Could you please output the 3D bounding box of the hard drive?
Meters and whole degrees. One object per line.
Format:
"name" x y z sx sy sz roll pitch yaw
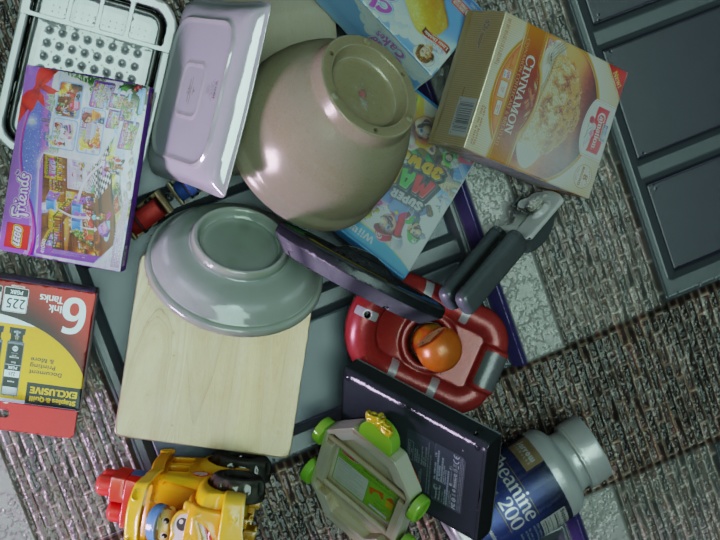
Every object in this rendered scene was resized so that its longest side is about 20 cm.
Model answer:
"hard drive" 0.061 0.198 1.486 0.033 0.198 0.141 -33 137 -42

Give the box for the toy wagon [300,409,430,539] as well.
"toy wagon" 0.011 0.227 1.498 0.154 0.202 0.039 36 43 22

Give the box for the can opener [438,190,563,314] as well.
"can opener" 0.168 -0.020 1.531 0.200 0.052 0.067 -45 124 -27

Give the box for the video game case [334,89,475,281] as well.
"video game case" 0.040 -0.109 1.528 0.142 0.018 0.201 37 67 -10

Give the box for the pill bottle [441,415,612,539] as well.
"pill bottle" 0.189 0.256 1.559 0.199 0.111 0.112 -32 98 -6

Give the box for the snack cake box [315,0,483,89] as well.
"snack cake box" 0.028 -0.312 1.504 0.200 0.067 0.115 44 62 -10

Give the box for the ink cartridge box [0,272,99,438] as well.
"ink cartridge box" -0.397 0.093 1.470 0.197 0.084 0.178 8 92 -10

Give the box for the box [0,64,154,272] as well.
"box" -0.305 -0.110 1.446 0.135 0.039 0.203 10 93 -2

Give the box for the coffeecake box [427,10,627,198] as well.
"coffeecake box" 0.191 -0.185 1.516 0.198 0.073 0.156 17 90 -35

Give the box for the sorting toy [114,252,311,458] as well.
"sorting toy" -0.164 0.094 1.515 0.196 0.070 0.203 9 91 -10

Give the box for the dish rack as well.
"dish rack" -0.304 -0.216 1.487 0.169 0.044 0.203 14 91 -11

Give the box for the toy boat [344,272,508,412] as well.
"toy boat" 0.079 0.082 1.522 0.198 0.131 0.132 24 89 -10

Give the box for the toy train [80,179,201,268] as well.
"toy train" -0.235 -0.064 1.487 0.199 0.046 0.034 -35 97 7

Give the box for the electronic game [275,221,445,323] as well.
"electronic game" 0.000 0.000 1.408 0.198 0.200 0.042 27 93 -10

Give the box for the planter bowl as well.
"planter bowl" -0.024 -0.161 1.403 0.198 0.134 0.203 18 57 -29

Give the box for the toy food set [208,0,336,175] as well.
"toy food set" -0.098 -0.214 1.520 0.141 0.060 0.203 -7 96 -20

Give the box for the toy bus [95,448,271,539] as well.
"toy bus" -0.199 0.263 1.460 0.189 0.200 0.138 11 95 -2

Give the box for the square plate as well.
"square plate" -0.168 -0.190 1.419 0.028 0.197 0.203 11 95 -31

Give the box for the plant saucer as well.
"plant saucer" -0.133 -0.016 1.457 0.197 0.202 0.051 10 132 -10
